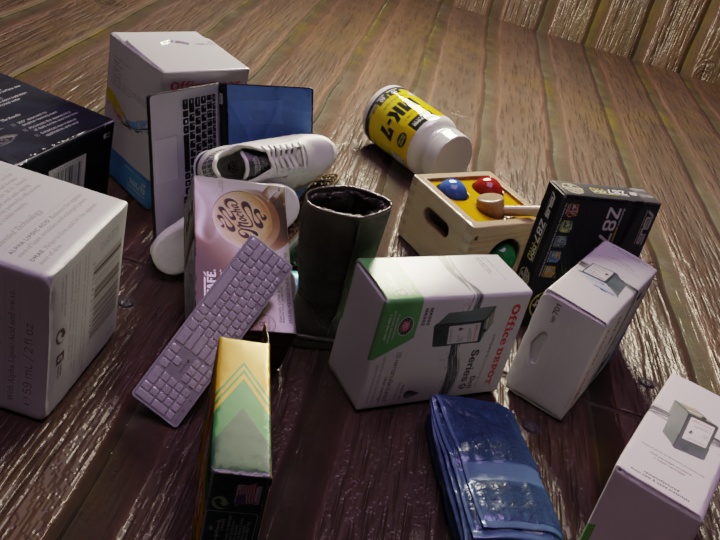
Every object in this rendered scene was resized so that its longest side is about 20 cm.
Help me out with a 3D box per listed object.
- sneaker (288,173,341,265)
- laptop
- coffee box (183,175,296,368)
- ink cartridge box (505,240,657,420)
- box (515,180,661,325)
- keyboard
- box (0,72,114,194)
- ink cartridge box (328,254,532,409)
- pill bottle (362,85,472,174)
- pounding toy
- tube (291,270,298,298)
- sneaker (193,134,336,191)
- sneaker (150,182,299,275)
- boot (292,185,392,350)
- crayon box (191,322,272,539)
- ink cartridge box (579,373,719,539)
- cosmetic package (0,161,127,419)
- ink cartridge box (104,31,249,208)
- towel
[{"bbox_3d":[-0.072,-0.034,1.109,0.066,0.091,0.201,7,48,44],"label":"sneaker"},{"bbox_3d":[-0.169,-0.143,1.106,0.114,0.191,0.199,17,26,31],"label":"laptop"},{"bbox_3d":[-0.140,0.001,0.939,0.111,0.080,0.203,6,55,-19],"label":"coffee box"},{"bbox_3d":[0.275,0.069,1.032,0.085,0.148,0.199,30,33,21],"label":"ink cartridge box"},{"bbox_3d":[0.298,-0.018,1.133,0.158,0.203,0.049,2,30,-24],"label":"box"},{"bbox_3d":[-0.147,0.058,0.840,0.056,0.201,0.011,39,-17,-13],"label":"keyboard"},{"bbox_3d":[-0.457,-0.150,1.068,0.197,0.119,0.197,23,31,11],"label":"box"},{"bbox_3d":[0.079,0.065,0.942,0.197,0.148,0.084,-3,34,-29],"label":"ink cartridge box"},{"bbox_3d":[0.102,-0.241,1.494,0.113,0.116,0.200,-11,39,-38],"label":"pill bottle"},{"bbox_3d":[0.195,-0.072,1.230,0.181,0.144,0.200,-6,36,-33],"label":"pounding toy"},{"bbox_3d":[-0.007,0.031,1.068,0.197,0.051,0.078,3,39,-32],"label":"tube"},{"bbox_3d":[-0.114,-0.137,1.075,0.197,0.078,0.080,-15,3,-25],"label":"sneaker"},{"bbox_3d":[-0.177,-0.065,1.065,0.197,0.076,0.088,-22,21,-13],"label":"sneaker"},{"bbox_3d":[0.002,0.001,0.956,0.179,0.203,0.073,1,33,-24],"label":"boot"},{"bbox_3d":[-0.113,0.151,0.729,0.050,0.129,0.201,8,30,-12],"label":"crayon box"},{"bbox_3d":[0.284,0.213,0.798,0.083,0.148,0.199,28,32,23],"label":"ink cartridge box"},{"bbox_3d":[-0.356,0.007,0.811,0.196,0.167,0.166,16,30,3],"label":"cosmetic package"},{"bbox_3d":[-0.269,-0.220,1.191,0.145,0.203,0.146,-15,41,-41],"label":"ink cartridge box"},{"bbox_3d":[0.131,0.206,0.834,0.109,0.049,0.201,9,31,-14],"label":"towel"}]
